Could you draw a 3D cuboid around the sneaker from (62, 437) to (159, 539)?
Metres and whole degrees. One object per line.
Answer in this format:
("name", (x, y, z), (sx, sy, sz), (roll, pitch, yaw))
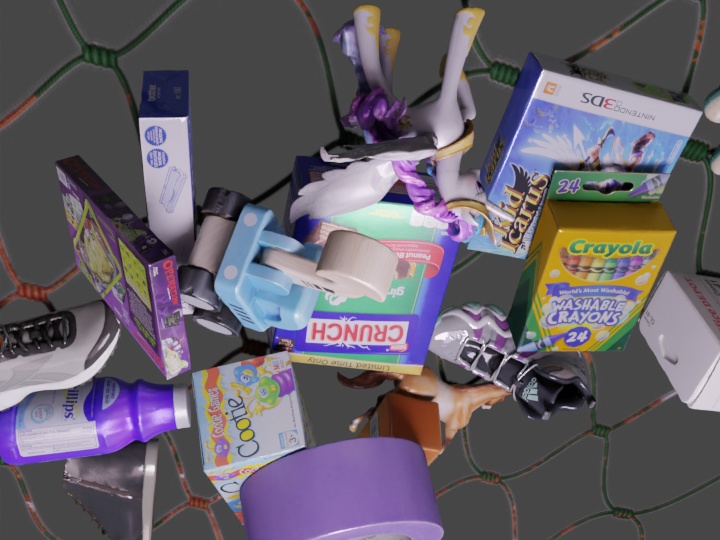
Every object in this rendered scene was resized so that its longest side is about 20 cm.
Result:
("sneaker", (-0.293, 0.276, 1.093), (0.104, 0.075, 0.204), (6, 115, -9))

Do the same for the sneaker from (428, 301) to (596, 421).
("sneaker", (0.168, 0.109, 1.014), (0.196, 0.141, 0.079), (8, 124, -17))

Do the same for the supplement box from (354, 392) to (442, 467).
("supplement box", (0.023, 0.223, 1.071), (0.065, 0.070, 0.201), (13, 139, -17))

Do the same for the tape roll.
("tape roll", (-0.020, 0.247, 0.946), (0.195, 0.086, 0.201), (-10, 150, -6))

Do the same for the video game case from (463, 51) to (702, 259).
("video game case", (0.215, -0.098, 0.938), (0.177, 0.046, 0.203), (10, 122, -16))

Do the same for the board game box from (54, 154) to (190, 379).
("board game box", (-0.212, -0.008, 0.830), (0.032, 0.199, 0.122), (-19, 131, -31))

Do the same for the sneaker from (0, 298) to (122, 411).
("sneaker", (-0.326, 0.080, 0.930), (0.197, 0.075, 0.080), (-24, 144, 6))

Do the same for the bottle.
("bottle", (-0.280, 0.154, 0.995), (0.195, 0.084, 0.066), (-6, 126, -6))

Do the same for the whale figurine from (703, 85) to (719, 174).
("whale figurine", (0.399, -0.176, 0.903), (0.155, 0.106, 0.201), (-8, 150, -6))

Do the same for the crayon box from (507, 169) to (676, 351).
("crayon box", (0.233, -0.003, 0.949), (0.123, 0.052, 0.203), (0, 131, -10))

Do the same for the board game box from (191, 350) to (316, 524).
("board game box", (-0.102, 0.182, 0.991), (0.101, 0.107, 0.201), (-12, 151, -2))

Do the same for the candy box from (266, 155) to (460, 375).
("candy box", (0.000, 0.000, 0.945), (0.165, 0.078, 0.203), (6, 124, -12))

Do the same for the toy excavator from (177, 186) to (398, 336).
("toy excavator", (-0.057, 0.000, 0.791), (0.196, 0.102, 0.195), (15, 162, 14))

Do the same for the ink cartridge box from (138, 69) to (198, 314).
("ink cartridge box", (-0.171, -0.068, 0.853), (0.043, 0.095, 0.203), (-3, 125, -8))

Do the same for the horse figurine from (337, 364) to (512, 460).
("horse figurine", (0.070, 0.153, 1.084), (0.198, 0.050, 0.133), (27, 123, -29))

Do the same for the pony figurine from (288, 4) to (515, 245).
("pony figurine", (0.036, -0.118, 0.798), (0.189, 0.205, 0.166), (-4, 171, -19))

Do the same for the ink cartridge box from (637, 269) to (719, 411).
("ink cartridge box", (0.435, 0.084, 1.046), (0.196, 0.149, 0.087), (9, 123, -18))
